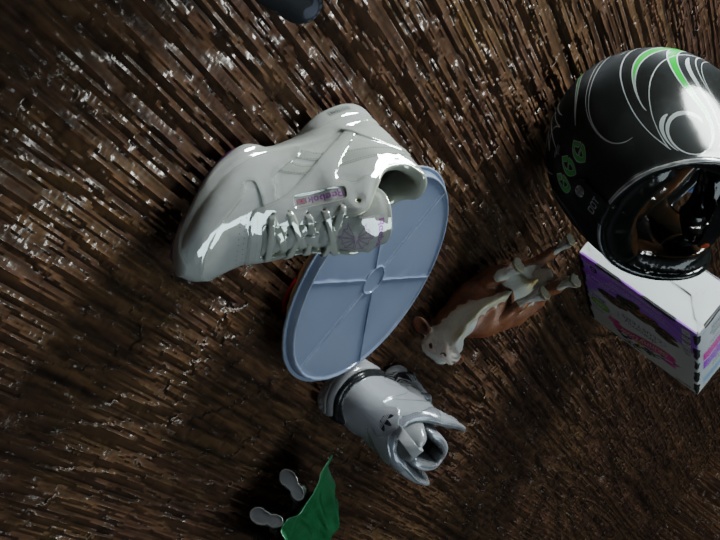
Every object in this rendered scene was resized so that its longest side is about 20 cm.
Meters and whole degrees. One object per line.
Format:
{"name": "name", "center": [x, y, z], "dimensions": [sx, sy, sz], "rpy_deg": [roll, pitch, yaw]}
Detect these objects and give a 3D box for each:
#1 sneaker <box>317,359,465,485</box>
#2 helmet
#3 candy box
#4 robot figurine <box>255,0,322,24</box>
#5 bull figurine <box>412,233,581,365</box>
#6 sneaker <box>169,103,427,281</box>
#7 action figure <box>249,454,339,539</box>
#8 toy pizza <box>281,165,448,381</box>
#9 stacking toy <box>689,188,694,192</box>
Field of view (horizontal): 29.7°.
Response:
{"name": "sneaker", "center": [0.043, 0.144, 1.249], "dimensions": [0.076, 0.114, 0.200], "rpy_deg": [-55, 155, 3]}
{"name": "helmet", "center": [0.267, -0.109, 1.243], "dimensions": [0.197, 0.192, 0.202], "rpy_deg": [-6, 136, -5]}
{"name": "candy box", "center": [0.348, 0.040, 1.588], "dimensions": [0.072, 0.167, 0.200], "rpy_deg": [-48, 154, -10]}
{"name": "robot figurine", "center": [-0.006, -0.221, 0.717], "dimensions": [0.199, 0.123, 0.153], "rpy_deg": [11, 71, -63]}
{"name": "bull figurine", "center": [0.136, 0.028, 1.308], "dimensions": [0.121, 0.066, 0.199], "rpy_deg": [-31, 179, 36]}
{"name": "sneaker", "center": [-0.037, -0.044, 0.903], "dimensions": [0.199, 0.099, 0.075], "rpy_deg": [-34, 150, -33]}
{"name": "action figure", "center": [-0.058, 0.239, 1.265], "dimensions": [0.118, 0.054, 0.200], "rpy_deg": [-49, 161, -14]}
{"name": "toy pizza", "center": [0.000, 0.000, 1.099], "dimensions": [0.200, 0.032, 0.202], "rpy_deg": [-41, 151, -28]}
{"name": "stacking toy", "center": [0.421, -0.097, 1.508], "dimensions": [0.085, 0.199, 0.086], "rpy_deg": [-39, 151, -27]}
